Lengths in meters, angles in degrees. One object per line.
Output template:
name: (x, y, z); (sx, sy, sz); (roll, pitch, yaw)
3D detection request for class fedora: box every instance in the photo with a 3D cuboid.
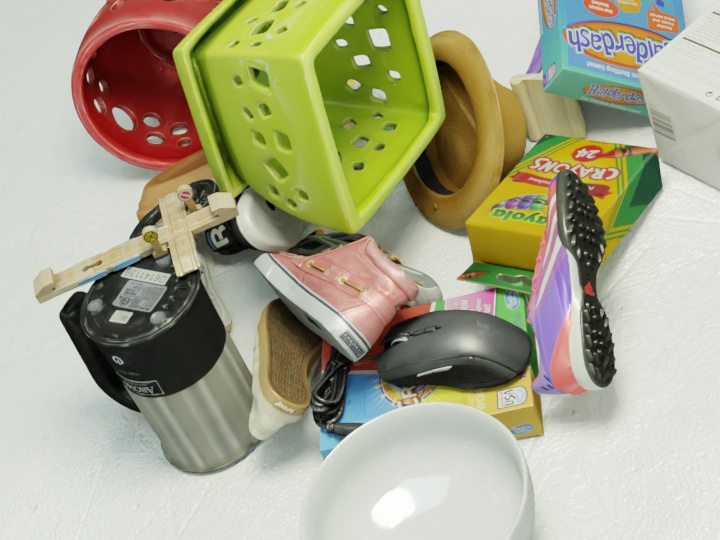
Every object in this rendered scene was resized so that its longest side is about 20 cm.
fedora: (0.109, -0.142, 1.661); (0.081, 0.202, 0.201); (-2, 31, -32)

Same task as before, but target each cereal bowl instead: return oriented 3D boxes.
cereal bowl: (0.054, 0.212, 1.364); (0.198, 0.084, 0.201); (-14, 44, 14)

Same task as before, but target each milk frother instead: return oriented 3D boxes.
milk frother: (-0.160, 0.046, 1.555); (0.200, 0.189, 0.180); (-44, 45, -20)

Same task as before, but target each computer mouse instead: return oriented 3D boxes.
computer mouse: (0.045, 0.087, 1.459); (0.198, 0.046, 0.141); (2, 48, 27)

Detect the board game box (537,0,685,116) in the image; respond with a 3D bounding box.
board game box: (0.254, -0.257, 1.666); (0.151, 0.045, 0.202); (10, 60, -20)

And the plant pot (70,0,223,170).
plant pot: (-0.215, -0.241, 1.870); (0.198, 0.202, 0.183); (-13, 34, 13)

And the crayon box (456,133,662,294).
crayon box: (0.187, -0.053, 1.557); (0.126, 0.051, 0.200); (10, 40, 32)

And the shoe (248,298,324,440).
shoe: (-0.075, 0.089, 1.551); (0.054, 0.069, 0.200); (-60, 9, 26)

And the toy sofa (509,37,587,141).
toy sofa: (0.209, -0.235, 1.736); (0.097, 0.083, 0.201); (4, 50, 27)

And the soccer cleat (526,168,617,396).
soccer cleat: (0.173, 0.010, 1.436); (0.073, 0.068, 0.202); (-17, 68, 35)

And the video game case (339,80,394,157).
video game case: (-0.056, -0.176, 1.741); (0.182, 0.023, 0.199); (40, 41, 24)

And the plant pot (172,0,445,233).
plant pot: (-0.054, -0.177, 1.555); (0.180, 0.200, 0.200); (9, 43, 32)

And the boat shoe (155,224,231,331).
boat shoe: (-0.194, -0.001, 1.706); (0.071, 0.070, 0.200); (-35, 42, -8)

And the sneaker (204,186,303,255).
sneaker: (-0.117, -0.042, 1.676); (0.111, 0.073, 0.200); (-29, 8, 19)

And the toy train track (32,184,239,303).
toy train track: (-0.207, -0.027, 1.485); (0.198, 0.033, 0.115); (-24, 41, 2)

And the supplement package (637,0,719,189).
supplement package: (0.382, -0.186, 1.574); (0.200, 0.122, 0.120); (-40, 45, -16)

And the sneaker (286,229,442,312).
sneaker: (0.000, 0.000, 1.610); (0.199, 0.079, 0.077); (13, 49, 36)

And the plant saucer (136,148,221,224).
plant saucer: (-0.152, -0.108, 1.749); (0.199, 0.038, 0.200); (-25, 11, 5)

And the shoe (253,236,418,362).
shoe: (-0.022, 0.010, 1.524); (0.091, 0.072, 0.200); (-43, 32, -8)

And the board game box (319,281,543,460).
board game box: (0.063, 0.099, 1.505); (0.198, 0.040, 0.154); (-14, 43, 13)
